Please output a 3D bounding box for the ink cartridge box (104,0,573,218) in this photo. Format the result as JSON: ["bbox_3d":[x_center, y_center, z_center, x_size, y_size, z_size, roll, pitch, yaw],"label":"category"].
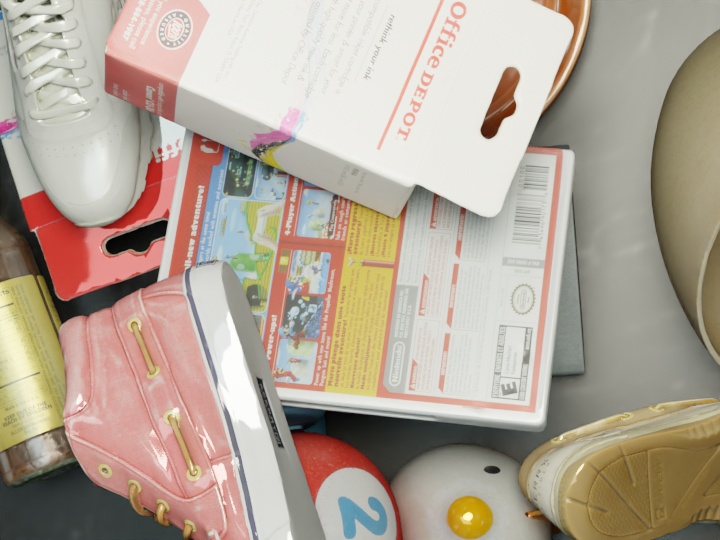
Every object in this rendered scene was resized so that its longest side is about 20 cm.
[{"bbox_3d":[-0.011,-0.104,0.953,0.199,0.068,0.117,24,76,-1],"label":"ink cartridge box"}]

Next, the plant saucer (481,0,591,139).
[{"bbox_3d":[0.030,-0.154,1.103,0.199,0.032,0.201,0,87,10],"label":"plant saucer"}]

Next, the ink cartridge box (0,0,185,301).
[{"bbox_3d":[-0.142,-0.092,1.112,0.116,0.067,0.201,-19,84,9],"label":"ink cartridge box"}]

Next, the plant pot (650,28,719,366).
[{"bbox_3d":[0.226,-0.057,1.000,0.200,0.200,0.135,-39,45,6],"label":"plant pot"}]

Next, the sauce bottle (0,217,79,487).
[{"bbox_3d":[-0.206,0.022,1.120,0.065,0.065,0.201,-23,81,8],"label":"sauce bottle"}]

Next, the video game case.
[{"bbox_3d":[0.000,0.000,0.973,0.199,0.017,0.143,5,71,9],"label":"video game case"}]

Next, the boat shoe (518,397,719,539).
[{"bbox_3d":[0.171,0.096,1.018,0.199,0.069,0.074,-3,100,-30],"label":"boat shoe"}]

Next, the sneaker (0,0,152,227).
[{"bbox_3d":[-0.161,-0.122,1.042,0.076,0.080,0.201,-11,86,7],"label":"sneaker"}]

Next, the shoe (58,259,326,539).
[{"bbox_3d":[-0.077,0.100,0.916,0.091,0.071,0.201,-20,74,7],"label":"shoe"}]

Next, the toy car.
[{"bbox_3d":[0.030,0.137,1.027,0.199,0.177,0.185,-8,73,-3],"label":"toy car"}]

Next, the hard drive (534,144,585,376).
[{"bbox_3d":[0.016,0.002,1.051,0.199,0.033,0.140,-4,129,7],"label":"hard drive"}]
